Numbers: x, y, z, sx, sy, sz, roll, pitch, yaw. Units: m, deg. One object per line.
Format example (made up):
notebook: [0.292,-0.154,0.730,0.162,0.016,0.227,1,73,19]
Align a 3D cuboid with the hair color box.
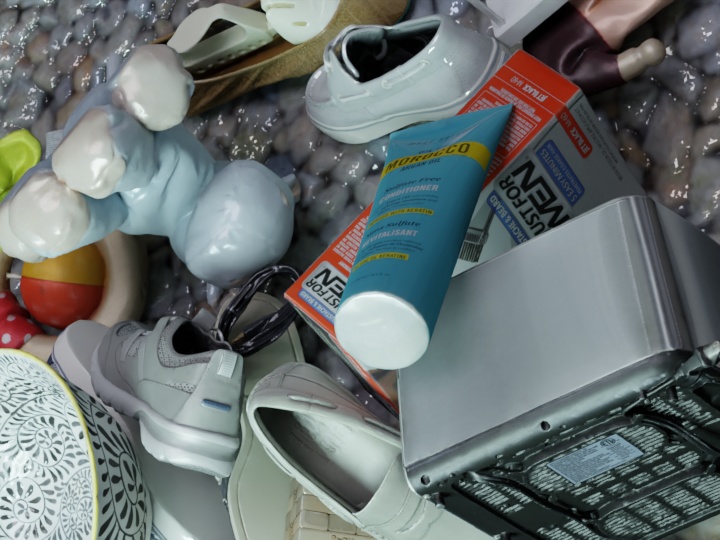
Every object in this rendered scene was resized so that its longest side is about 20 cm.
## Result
hair color box: [0.063,-0.015,1.497,0.200,0.111,0.064,-46,47,-5]

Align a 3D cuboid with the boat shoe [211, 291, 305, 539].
boat shoe: [-0.057,0.116,1.603,0.063,0.072,0.201,120,144,-61]

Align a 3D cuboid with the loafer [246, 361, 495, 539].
loafer: [0.019,0.127,1.471,0.199,0.070,0.070,32,108,6]

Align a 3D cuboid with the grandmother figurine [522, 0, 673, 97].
grandmother figurine: [0.138,-0.149,1.563,0.200,0.060,0.121,-49,29,6]

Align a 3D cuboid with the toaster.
toaster: [0.137,0.065,1.390,0.199,0.181,0.119,-27,55,25]

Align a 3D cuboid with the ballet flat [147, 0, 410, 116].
ballet flat: [-0.064,-0.160,1.704,0.199,0.072,0.068,-18,59,29]

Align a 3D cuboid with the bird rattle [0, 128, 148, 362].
bird rattle: [-0.223,0.010,1.734,0.162,0.113,0.201,6,76,20]

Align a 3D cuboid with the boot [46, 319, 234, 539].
boot: [-0.149,0.131,1.654,0.200,0.072,0.091,55,127,34]

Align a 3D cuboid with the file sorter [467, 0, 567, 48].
file sorter: [0.086,-0.268,1.570,0.139,0.124,0.201,-39,37,25]

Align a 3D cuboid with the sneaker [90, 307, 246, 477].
sneaker: [-0.105,0.060,1.564,0.200,0.074,0.082,35,105,63]

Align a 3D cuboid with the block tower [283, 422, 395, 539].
block tower: [-0.018,0.180,1.521,0.058,0.054,0.201,125,152,-66]

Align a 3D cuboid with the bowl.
bowl: [-0.190,0.152,1.571,0.200,0.094,0.202,-10,76,44]

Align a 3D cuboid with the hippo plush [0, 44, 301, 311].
hippo plush: [-0.129,-0.036,1.637,0.160,0.161,0.200,-52,11,-9]

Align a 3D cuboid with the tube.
tube: [0.032,-0.027,1.400,0.077,0.051,0.200,-8,33,20]

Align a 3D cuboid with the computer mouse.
computer mouse: [0.000,0.000,1.589,0.199,0.034,0.059,-27,67,4]

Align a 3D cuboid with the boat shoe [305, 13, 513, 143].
boat shoe: [0.014,-0.124,1.602,0.072,0.068,0.200,-59,27,-13]
